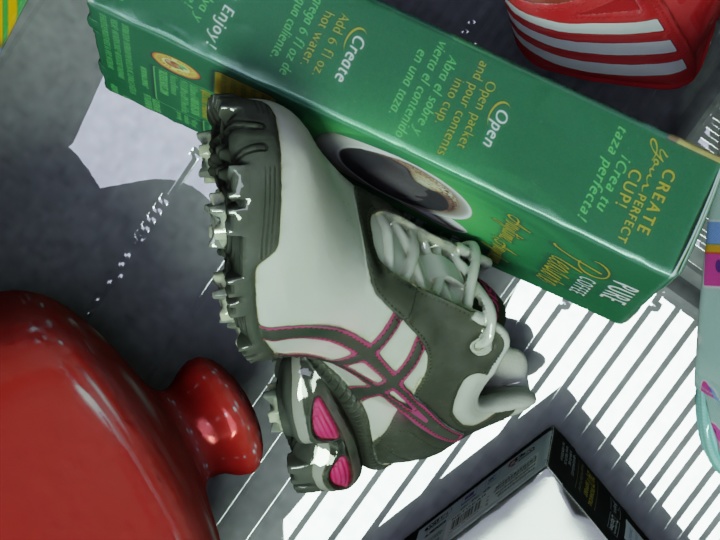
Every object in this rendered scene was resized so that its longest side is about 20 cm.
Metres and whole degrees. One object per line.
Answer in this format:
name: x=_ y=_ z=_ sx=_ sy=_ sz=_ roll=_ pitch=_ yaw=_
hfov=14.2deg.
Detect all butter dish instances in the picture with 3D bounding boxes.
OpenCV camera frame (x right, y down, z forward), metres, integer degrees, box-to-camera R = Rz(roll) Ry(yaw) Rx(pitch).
butter dish: x=-0.101 y=0.078 z=0.956 sx=0.148 sy=0.199 sz=0.200 roll=-28 pitch=98 yaw=-11

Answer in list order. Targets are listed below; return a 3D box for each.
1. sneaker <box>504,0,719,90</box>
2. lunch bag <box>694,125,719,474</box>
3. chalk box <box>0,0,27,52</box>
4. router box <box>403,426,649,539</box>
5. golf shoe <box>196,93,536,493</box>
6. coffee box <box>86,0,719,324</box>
sneaker: x=0.122 y=-0.133 z=0.928 sx=0.200 sy=0.116 sz=0.078 roll=-28 pitch=63 yaw=-13
lunch bag: x=0.191 y=-0.010 z=0.912 sx=0.160 sy=0.077 sz=0.201 roll=-5 pitch=107 yaw=-25
chalk box: x=-0.190 y=-0.069 z=0.910 sx=0.124 sy=0.125 sz=0.200 roll=26 pitch=94 yaw=-19
router box: x=0.040 y=0.177 z=1.006 sx=0.200 sy=0.052 sz=0.157 roll=-38 pitch=96 yaw=13
golf shoe: x=0.000 y=0.000 z=0.918 sx=0.088 sy=0.200 sz=0.077 roll=-10 pitch=61 yaw=6
coffee box: x=0.012 y=-0.048 z=0.925 sx=0.200 sy=0.123 sz=0.044 roll=25 pitch=81 yaw=2
